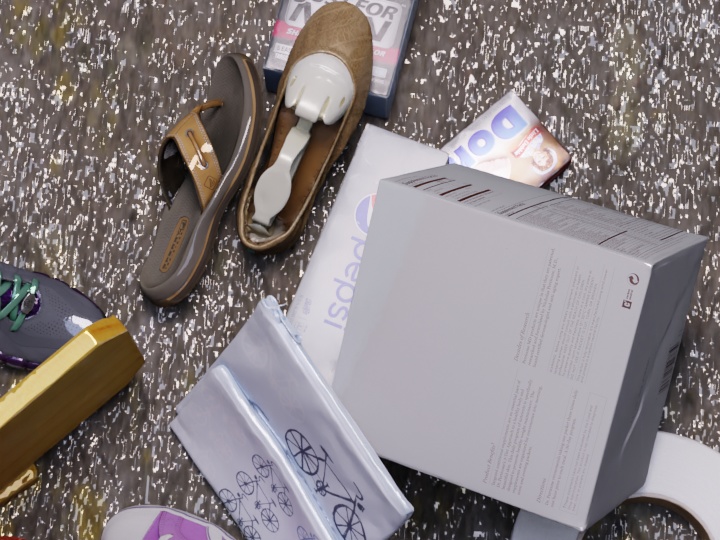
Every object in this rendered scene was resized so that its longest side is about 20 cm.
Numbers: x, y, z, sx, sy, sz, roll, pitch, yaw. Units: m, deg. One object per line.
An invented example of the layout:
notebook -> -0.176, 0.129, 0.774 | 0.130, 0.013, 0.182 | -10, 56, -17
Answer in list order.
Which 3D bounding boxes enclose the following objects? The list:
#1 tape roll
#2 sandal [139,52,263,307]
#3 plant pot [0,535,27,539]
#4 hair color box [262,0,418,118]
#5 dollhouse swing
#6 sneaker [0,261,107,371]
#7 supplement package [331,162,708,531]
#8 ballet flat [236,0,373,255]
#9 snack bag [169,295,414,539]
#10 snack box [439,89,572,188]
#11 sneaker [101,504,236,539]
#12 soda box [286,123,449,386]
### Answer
tape roll -> 0.204, 0.216, 1.669 | 0.202, 0.037, 0.203 | 0, 77, 0
sandal -> -0.128, -0.073, 1.715 | 0.055, 0.082, 0.200 | 26, 84, -30
plant pot -> -0.307, 0.279, 1.589 | 0.176, 0.200, 0.200 | 10, 77, 14
hair color box -> -0.002, -0.227, 1.760 | 0.099, 0.061, 0.200 | 14, 77, 4
dollhouse swing -> -0.279, 0.072, 1.623 | 0.182, 0.200, 0.176 | 33, 80, 8
sneaker -> -0.284, 0.018, 1.693 | 0.200, 0.088, 0.075 | 18, 78, 5
supplement package -> 0.108, 0.046, 1.598 | 0.200, 0.147, 0.192 | 18, 105, 20
ballet flat -> -0.044, -0.099, 1.686 | 0.068, 0.072, 0.200 | 26, 106, 2
snack bag -> -0.051, 0.137, 1.618 | 0.021, 0.200, 0.189 | -26, 77, -34
snack box -> 0.062, -0.045, 1.736 | 0.200, 0.024, 0.072 | -40, 79, -7
sneaker -> -0.111, 0.224, 1.619 | 0.200, 0.114, 0.073 | 28, 93, 19
soda box -> 0.000, 0.000, 1.681 | 0.068, 0.063, 0.200 | 20, 79, 8
